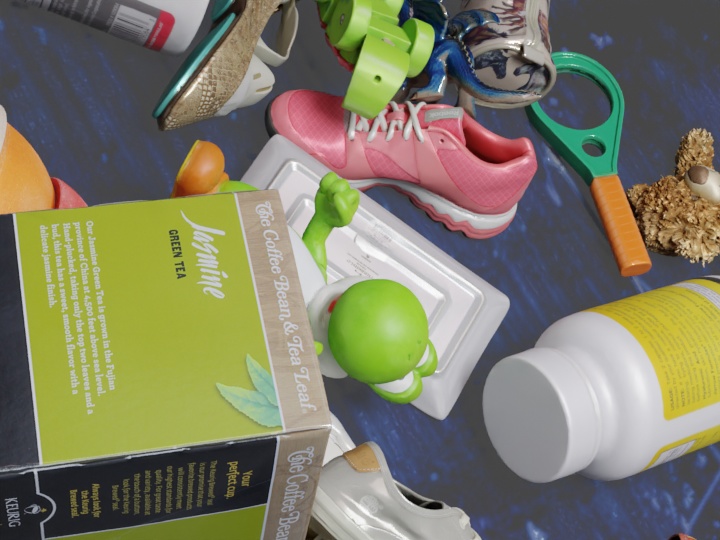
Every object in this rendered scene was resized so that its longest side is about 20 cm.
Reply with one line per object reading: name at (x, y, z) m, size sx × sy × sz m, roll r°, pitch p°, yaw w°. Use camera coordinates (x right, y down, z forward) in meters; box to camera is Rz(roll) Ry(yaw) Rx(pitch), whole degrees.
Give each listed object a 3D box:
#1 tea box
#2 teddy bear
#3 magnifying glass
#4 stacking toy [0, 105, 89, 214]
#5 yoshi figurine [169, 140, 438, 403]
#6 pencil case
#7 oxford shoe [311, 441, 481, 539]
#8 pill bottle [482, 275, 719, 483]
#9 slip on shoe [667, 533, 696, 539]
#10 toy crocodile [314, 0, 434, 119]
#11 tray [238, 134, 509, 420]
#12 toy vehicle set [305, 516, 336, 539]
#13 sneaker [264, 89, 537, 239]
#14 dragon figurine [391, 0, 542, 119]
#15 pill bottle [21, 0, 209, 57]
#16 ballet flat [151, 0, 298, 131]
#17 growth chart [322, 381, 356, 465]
tea box at (-0.128, 0.079, 0.700) m, size 0.195 × 0.201 × 0.134 m, roll -5°, pitch 57°, yaw -14°
teddy bear at (0.306, -0.053, 1.154) m, size 0.199 × 0.067 × 0.146 m, roll 13°, pitch 51°, yaw -21°
magnifying glass at (0.181, -0.086, 1.129) m, size 0.079 × 0.022 × 0.201 m, roll -8°, pitch 60°, yaw -14°
stacking toy at (-0.171, 0.011, 0.822) m, size 0.199 × 0.146 × 0.147 m, roll 31°, pitch 46°, yaw -26°
yoshi figurine at (-0.034, 0.007, 0.870) m, size 0.199 × 0.113 × 0.112 m, roll 33°, pitch 22°, yaw -5°
pencil case at (0.118, -0.216, 1.152) m, size 0.077 × 0.090 × 0.201 m, roll 20°, pitch 51°, yaw -16°
oxford shoe at (0.050, 0.168, 0.821) m, size 0.200 × 0.075 × 0.058 m, roll 44°, pitch 83°, yaw -20°
pill bottle at (0.181, 0.075, 0.965) m, size 0.199 × 0.111 × 0.112 m, roll -13°, pitch 65°, yaw -36°
slip on shoe at (0.163, 0.221, 0.881) m, size 0.061 × 0.074 × 0.199 m, roll 45°, pitch 43°, yaw 17°
toy crocodile at (-0.001, -0.174, 1.029) m, size 0.067 × 0.062 × 0.200 m, roll 18°, pitch 28°, yaw -25°
tray at (0.000, 0.000, 0.960) m, size 0.199 × 0.022 × 0.108 m, roll 35°, pitch 62°, yaw -3°
toy vehicle set at (-0.036, 0.208, 0.786) m, size 0.200 × 0.027 × 0.124 m, roll 41°, pitch 59°, yaw 7°
sneaker at (0.033, -0.094, 1.019) m, size 0.199 × 0.087 × 0.074 m, roll 18°, pitch 51°, yaw -16°
dragon figurine at (0.061, -0.165, 1.049) m, size 0.058 × 0.200 × 0.100 m, roll 11°, pitch 91°, yaw -26°
pill bottle at (-0.195, -0.227, 0.971) m, size 0.199 × 0.111 × 0.111 m, roll 19°, pitch 51°, yaw -16°
ballet flat at (-0.081, -0.157, 1.017) m, size 0.065 × 0.070 × 0.201 m, roll 38°, pitch 50°, yaw -19°
growth chart at (-0.038, 0.144, 0.858) m, size 0.144 × 0.018 × 0.201 m, roll -20°, pitch 69°, yaw -37°
